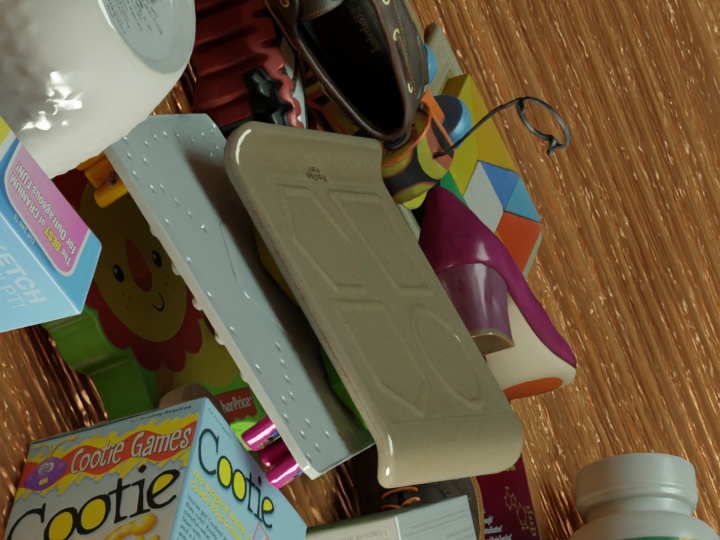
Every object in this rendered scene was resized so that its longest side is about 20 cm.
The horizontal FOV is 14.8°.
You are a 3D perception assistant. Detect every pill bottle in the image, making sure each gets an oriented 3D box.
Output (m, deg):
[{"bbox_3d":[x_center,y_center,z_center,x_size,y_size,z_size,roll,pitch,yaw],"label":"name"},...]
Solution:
[{"bbox_3d":[0.196,0.232,1.893,0.113,0.113,0.200,36,46,-55],"label":"pill bottle"}]

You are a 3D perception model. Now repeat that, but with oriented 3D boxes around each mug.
[{"bbox_3d":[-0.176,-0.128,1.204,0.148,0.175,0.200,-32,106,-65],"label":"mug"}]

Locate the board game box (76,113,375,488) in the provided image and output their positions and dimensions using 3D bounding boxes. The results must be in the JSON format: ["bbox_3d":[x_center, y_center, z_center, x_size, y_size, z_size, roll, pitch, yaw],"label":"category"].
[{"bbox_3d":[-0.061,0.012,1.405,0.200,0.026,0.200,58,12,4],"label":"board game box"}]

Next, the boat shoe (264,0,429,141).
[{"bbox_3d":[-0.018,-0.159,1.524,0.200,0.070,0.070,54,27,-32],"label":"boat shoe"}]

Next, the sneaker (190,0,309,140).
[{"bbox_3d":[-0.058,-0.111,1.576,0.098,0.071,0.201,-3,79,-63],"label":"sneaker"}]

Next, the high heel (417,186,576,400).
[{"bbox_3d":[0.083,0.017,1.661,0.200,0.067,0.096,52,25,-70],"label":"high heel"}]

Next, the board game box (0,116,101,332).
[{"bbox_3d":[-0.218,-0.046,1.097,0.200,0.153,0.040,55,33,-38],"label":"board game box"}]

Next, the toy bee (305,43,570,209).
[{"bbox_3d":[0.014,-0.085,1.652,0.109,0.200,0.131,-46,109,-15],"label":"toy bee"}]

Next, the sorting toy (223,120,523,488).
[{"bbox_3d":[0.005,0.020,1.468,0.200,0.036,0.185,65,21,12],"label":"sorting toy"}]

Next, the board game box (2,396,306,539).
[{"bbox_3d":[-0.107,0.174,1.278,0.105,0.103,0.200,55,32,-36],"label":"board game box"}]

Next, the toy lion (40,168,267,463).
[{"bbox_3d":[-0.106,0.017,1.430,0.200,0.069,0.192,-8,77,-66],"label":"toy lion"}]

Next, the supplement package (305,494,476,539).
[{"bbox_3d":[0.012,0.233,1.491,0.110,0.114,0.200,-5,81,-67],"label":"supplement package"}]

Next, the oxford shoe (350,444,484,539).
[{"bbox_3d":[0.036,0.147,1.602,0.073,0.071,0.200,54,12,-63],"label":"oxford shoe"}]

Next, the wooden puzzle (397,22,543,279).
[{"bbox_3d":[0.072,-0.045,1.866,0.185,0.037,0.200,62,28,-28],"label":"wooden puzzle"}]

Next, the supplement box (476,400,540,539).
[{"bbox_3d":[0.057,0.128,1.712,0.109,0.061,0.200,2,74,-65],"label":"supplement box"}]
